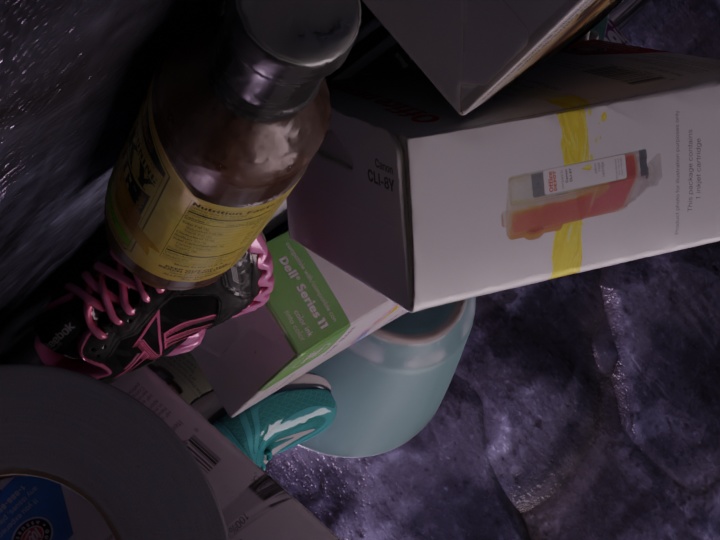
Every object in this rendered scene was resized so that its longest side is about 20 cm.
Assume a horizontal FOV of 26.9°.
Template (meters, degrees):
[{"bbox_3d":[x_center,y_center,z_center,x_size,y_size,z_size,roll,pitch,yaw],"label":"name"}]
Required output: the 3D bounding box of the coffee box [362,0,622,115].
[{"bbox_3d":[0.090,-0.154,0.691,0.113,0.080,0.200,-42,178,29],"label":"coffee box"}]

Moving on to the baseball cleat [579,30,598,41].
[{"bbox_3d":[0.074,-0.120,0.895,0.200,0.069,0.107,125,-29,-48],"label":"baseball cleat"}]

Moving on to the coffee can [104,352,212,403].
[{"bbox_3d":[-0.147,0.114,1.058,0.146,0.147,0.200,-42,178,40],"label":"coffee can"}]

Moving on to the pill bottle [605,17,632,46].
[{"bbox_3d":[0.143,-0.109,1.003,0.112,0.200,0.112,-40,179,-1],"label":"pill bottle"}]

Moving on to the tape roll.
[{"bbox_3d":[-0.159,0.147,0.703,0.200,0.201,0.066,-40,178,-12],"label":"tape roll"}]

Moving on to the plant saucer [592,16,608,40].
[{"bbox_3d":[0.125,-0.145,0.903,0.070,0.019,0.202,158,-52,-66],"label":"plant saucer"}]

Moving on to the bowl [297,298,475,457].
[{"bbox_3d":[0.002,0.017,1.047,0.200,0.201,0.105,-39,178,-40],"label":"bowl"}]

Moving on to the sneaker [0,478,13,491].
[{"bbox_3d":[-0.221,0.119,0.879,0.090,0.075,0.200,-42,170,-21],"label":"sneaker"}]

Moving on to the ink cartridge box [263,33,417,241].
[{"bbox_3d":[-0.044,-0.052,0.884,0.200,0.043,0.198,-42,180,-32],"label":"ink cartridge box"}]

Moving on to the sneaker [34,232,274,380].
[{"bbox_3d":[-0.110,0.011,0.733,0.095,0.080,0.200,-27,170,-30],"label":"sneaker"}]

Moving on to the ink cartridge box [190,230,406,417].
[{"bbox_3d":[0.000,0.000,0.907,0.199,0.068,0.117,-30,173,-33],"label":"ink cartridge box"}]

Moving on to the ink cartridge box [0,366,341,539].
[{"bbox_3d":[-0.098,0.173,0.803,0.146,0.200,0.086,-45,170,-26],"label":"ink cartridge box"}]

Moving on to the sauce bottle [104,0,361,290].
[{"bbox_3d":[-0.047,-0.050,0.533,0.065,0.065,0.200,-40,177,-27],"label":"sauce bottle"}]

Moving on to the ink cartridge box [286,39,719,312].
[{"bbox_3d":[0.075,-0.054,0.737,0.198,0.085,0.145,-12,-161,-24],"label":"ink cartridge box"}]

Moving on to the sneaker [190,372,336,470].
[{"bbox_3d":[-0.092,0.131,0.914,0.199,0.080,0.078,-30,150,-25],"label":"sneaker"}]
